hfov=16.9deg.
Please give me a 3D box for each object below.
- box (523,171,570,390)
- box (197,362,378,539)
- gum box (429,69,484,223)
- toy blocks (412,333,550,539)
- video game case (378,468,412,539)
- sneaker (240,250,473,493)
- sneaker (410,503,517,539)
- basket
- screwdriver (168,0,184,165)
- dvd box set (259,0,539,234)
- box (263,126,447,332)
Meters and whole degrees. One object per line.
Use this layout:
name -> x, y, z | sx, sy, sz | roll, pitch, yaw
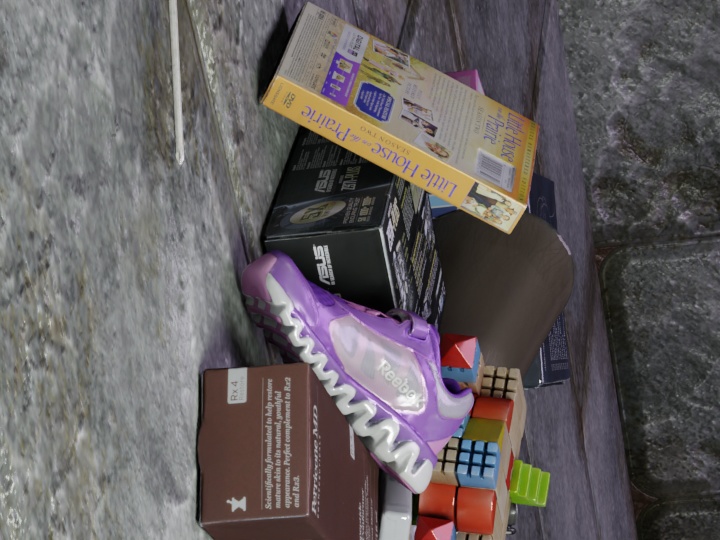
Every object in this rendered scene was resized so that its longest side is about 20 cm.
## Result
box -> 0.117, 0.012, 2.231 | 0.197, 0.124, 0.201 | 11, 74, -80
box -> -0.041, 0.138, 1.512 | 0.200, 0.075, 0.100 | 57, 30, -64
gum box -> 0.059, -0.079, 2.006 | 0.200, 0.113, 0.066 | 67, 21, -56
toy blocks -> 0.075, 0.137, 1.688 | 0.137, 0.100, 0.201 | 71, 27, -64
video game case -> 0.016, 0.220, 1.710 | 0.182, 0.023, 0.201 | -86, -178, -69
sneaker -> 0.003, 0.051, 1.583 | 0.200, 0.088, 0.080 | 50, -7, -26
sneaker -> 0.062, 0.186, 1.894 | 0.200, 0.115, 0.076 | -38, 122, -76
basket -> 0.073, 0.061, 1.938 | 0.136, 0.180, 0.200 | 49, 32, -14
screwdriver -> -0.109, -0.159, 1.411 | 0.029, 0.028, 0.201 | 130, -42, -64
dvd box set -> 0.032, -0.112, 1.731 | 0.029, 0.200, 0.146 | -59, -172, 28
box -> 0.000, 0.000, 1.743 | 0.200, 0.086, 0.164 | -75, 157, -60
